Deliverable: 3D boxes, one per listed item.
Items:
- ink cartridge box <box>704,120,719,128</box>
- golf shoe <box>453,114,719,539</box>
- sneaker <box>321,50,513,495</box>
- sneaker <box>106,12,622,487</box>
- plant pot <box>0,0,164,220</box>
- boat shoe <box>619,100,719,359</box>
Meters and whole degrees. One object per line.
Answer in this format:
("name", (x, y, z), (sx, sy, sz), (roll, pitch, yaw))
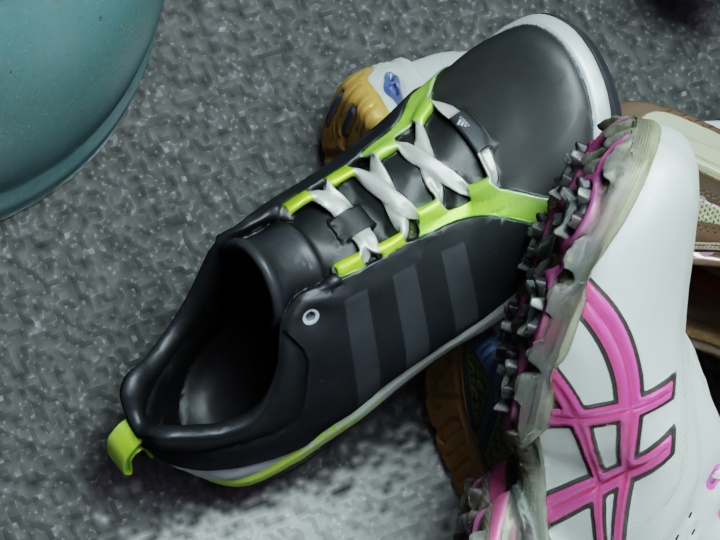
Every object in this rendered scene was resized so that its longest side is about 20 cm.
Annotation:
("ink cartridge box", (0.206, 0.041, 1.016), (0.174, 0.044, 0.200), (-4, 74, -19))
("golf shoe", (0.082, 0.047, 0.861), (0.092, 0.200, 0.073), (10, 26, -1))
("sneaker", (0.062, 0.013, 0.958), (0.088, 0.075, 0.200), (-17, 80, -23))
("sneaker", (0.000, 0.000, 0.886), (0.200, 0.083, 0.072), (-47, 66, 14))
("plant pot", (-0.146, -0.125, 0.900), (0.200, 0.134, 0.200), (6, 70, -17))
("boat shoe", (0.154, 0.018, 0.936), (0.202, 0.075, 0.075), (19, 51, -8))
